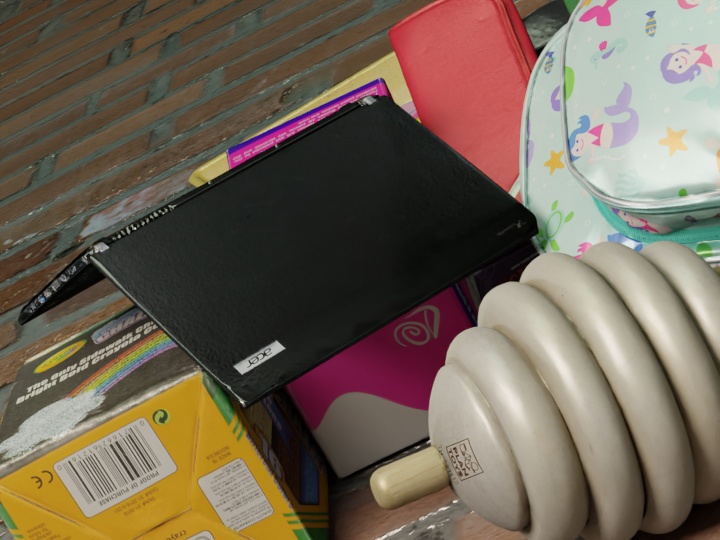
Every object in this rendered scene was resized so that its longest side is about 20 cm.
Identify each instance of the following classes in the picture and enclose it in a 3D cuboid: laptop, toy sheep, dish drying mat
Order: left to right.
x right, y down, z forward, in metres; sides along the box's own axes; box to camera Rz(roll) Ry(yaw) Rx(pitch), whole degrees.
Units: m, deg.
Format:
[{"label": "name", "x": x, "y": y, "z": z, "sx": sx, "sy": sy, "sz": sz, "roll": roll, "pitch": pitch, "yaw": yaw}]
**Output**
[{"label": "laptop", "x": -0.044, "y": 0.001, "z": 1.226, "sx": 0.177, "sy": 0.104, "sz": 0.200, "roll": -30, "pitch": -2, "yaw": -27}, {"label": "dish drying mat", "x": 0.072, "y": -0.091, "z": 1.461, "sx": 0.077, "sy": 0.018, "sz": 0.200, "roll": -25, "pitch": 45, "yaw": 6}, {"label": "toy sheep", "x": 0.095, "y": 0.054, "z": 1.068, "sx": 0.200, "sy": 0.138, "sz": 0.138, "roll": -29, "pitch": 16, "yaw": -12}]

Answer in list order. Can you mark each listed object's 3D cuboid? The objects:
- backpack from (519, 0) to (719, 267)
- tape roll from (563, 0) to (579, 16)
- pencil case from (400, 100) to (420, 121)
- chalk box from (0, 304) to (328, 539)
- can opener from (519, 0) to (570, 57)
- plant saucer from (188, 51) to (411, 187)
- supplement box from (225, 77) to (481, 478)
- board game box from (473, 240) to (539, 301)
[{"label": "backpack", "x": 0.167, "y": -0.063, "z": 1.187, "sx": 0.199, "sy": 0.150, "sz": 0.178, "roll": -17, "pitch": 58, "yaw": 34}, {"label": "tape roll", "x": 0.168, "y": -0.138, "z": 1.369, "sx": 0.048, "sy": 0.201, "sz": 0.200, "roll": -32, "pitch": 17, "yaw": -10}, {"label": "pencil case", "x": 0.035, "y": -0.059, "z": 1.564, "sx": 0.200, "sy": 0.088, "sz": 0.087, "roll": -32, "pitch": 17, "yaw": -8}, {"label": "chalk box", "x": -0.095, "y": 0.089, "z": 1.278, "sx": 0.125, "sy": 0.124, "sz": 0.200, "roll": -27, "pitch": 16, "yaw": 9}, {"label": "can opener", "x": 0.081, "y": -0.077, "z": 1.503, "sx": 0.200, "sy": 0.063, "sz": 0.079, "roll": -41, "pitch": 46, "yaw": -11}, {"label": "plant saucer", "x": -0.004, "y": -0.080, "z": 1.741, "sx": 0.200, "sy": 0.049, "sz": 0.200, "roll": -31, "pitch": 18, "yaw": -8}, {"label": "supplement box", "x": 0.000, "y": 0.000, "z": 1.349, "sx": 0.103, "sy": 0.101, "sz": 0.200, "roll": -24, "pitch": 30, "yaw": 8}, {"label": "board game box", "x": 0.041, "y": 0.005, "z": 1.459, "sx": 0.199, "sy": 0.032, "sz": 0.120, "roll": -28, "pitch": 21, "yaw": 1}]
